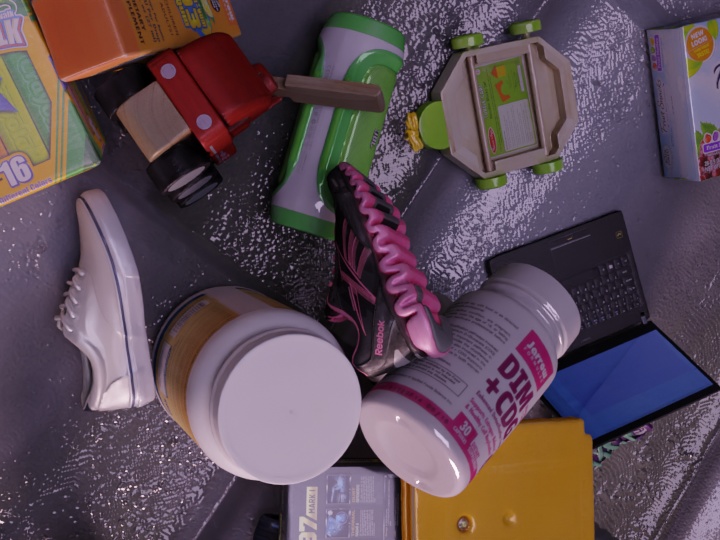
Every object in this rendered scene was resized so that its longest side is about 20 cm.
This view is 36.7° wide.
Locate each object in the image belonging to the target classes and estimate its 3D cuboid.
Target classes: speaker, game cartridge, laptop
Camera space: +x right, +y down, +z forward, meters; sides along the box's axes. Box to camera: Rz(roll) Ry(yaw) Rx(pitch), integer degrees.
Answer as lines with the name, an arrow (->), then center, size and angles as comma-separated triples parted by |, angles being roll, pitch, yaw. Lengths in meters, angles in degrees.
speaker -> -0.021, -0.131, 1.007 | 0.088, 0.088, 0.201 | 16, 91, -25
game cartridge -> 0.132, 0.231, 1.021 | 0.199, 0.032, 0.177 | 0, 88, -26
laptop -> 0.254, 0.056, 1.133 | 0.177, 0.103, 0.201 | -19, 98, -21

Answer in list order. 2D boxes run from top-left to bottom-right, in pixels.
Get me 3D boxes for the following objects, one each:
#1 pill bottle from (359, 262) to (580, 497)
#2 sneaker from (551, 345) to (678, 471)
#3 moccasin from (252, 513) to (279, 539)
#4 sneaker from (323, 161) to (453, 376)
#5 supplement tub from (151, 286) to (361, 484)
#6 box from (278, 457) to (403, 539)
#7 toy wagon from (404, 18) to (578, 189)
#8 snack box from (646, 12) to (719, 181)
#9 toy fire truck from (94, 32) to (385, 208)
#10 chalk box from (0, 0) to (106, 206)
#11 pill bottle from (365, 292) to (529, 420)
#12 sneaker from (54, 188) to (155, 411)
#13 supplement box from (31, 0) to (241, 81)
pill bottle -> 0.100, 0.089, 0.947 | 0.200, 0.113, 0.114 | -44, 113, -30
sneaker -> 0.257, 0.175, 1.164 | 0.074, 0.087, 0.200 | 39, 81, -40
moccasin -> -0.007, 0.265, 1.074 | 0.199, 0.080, 0.069 | 0, 93, -25
sneaker -> 0.000, 0.000, 0.917 | 0.095, 0.201, 0.079 | -32, 151, 19
supplement tub -> -0.093, 0.097, 0.945 | 0.144, 0.200, 0.145 | -3, 99, -23
box -> 0.002, 0.279, 1.019 | 0.157, 0.051, 0.201 | 1, 88, -13
toy wagon -> 0.128, -0.162, 1.094 | 0.199, 0.040, 0.156 | -16, 103, -20
snack box -> 0.423, -0.203, 1.202 | 0.199, 0.068, 0.169 | -15, 104, -22
toy fire truck -> -0.092, -0.138, 0.901 | 0.200, 0.176, 0.129 | -36, 90, -3
chalk box -> -0.298, -0.159, 0.848 | 0.124, 0.124, 0.201 | -25, 108, -4
pill bottle -> 0.097, 0.129, 1.080 | 0.112, 0.112, 0.200 | -43, 111, -12
sneaker -> -0.230, 0.032, 0.946 | 0.071, 0.073, 0.201 | -14, 103, -25
supplement box -> -0.173, -0.203, 0.874 | 0.069, 0.200, 0.067 | -15, 101, 22
